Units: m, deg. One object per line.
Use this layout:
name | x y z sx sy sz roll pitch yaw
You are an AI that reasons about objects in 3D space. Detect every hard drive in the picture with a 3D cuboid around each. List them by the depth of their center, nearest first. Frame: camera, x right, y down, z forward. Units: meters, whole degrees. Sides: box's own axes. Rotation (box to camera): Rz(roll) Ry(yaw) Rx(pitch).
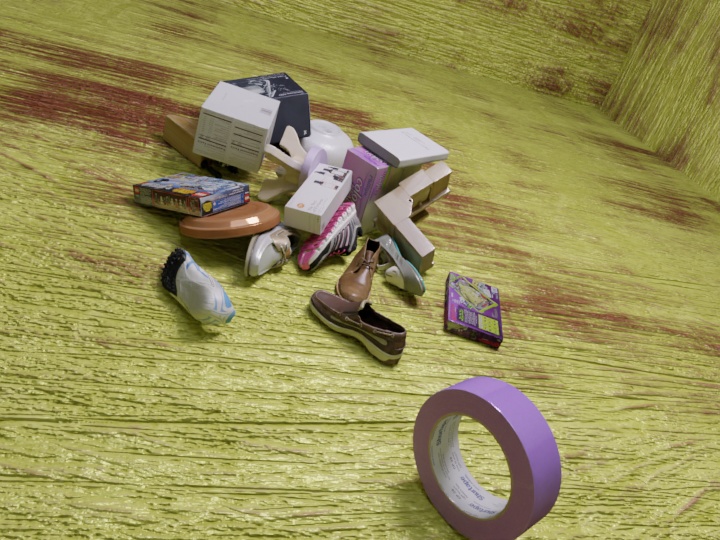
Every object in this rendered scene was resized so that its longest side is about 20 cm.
hard drive | 0.102 -0.289 1.458 0.131 0.027 0.198 39 35 26

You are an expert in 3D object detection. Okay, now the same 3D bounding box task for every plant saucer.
plant saucer | -0.256 -0.105 1.226 0.196 0.033 0.201 -2 20 1

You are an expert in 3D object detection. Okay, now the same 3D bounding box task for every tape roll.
tape roll | 0.161 0.247 0.824 0.065 0.203 0.200 -12 42 -41

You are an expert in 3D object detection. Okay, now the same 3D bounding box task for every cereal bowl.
cereal bowl | -0.107 -0.364 1.749 0.196 0.085 0.201 15 30 -9

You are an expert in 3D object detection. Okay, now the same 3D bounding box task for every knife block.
knife block | -0.378 -0.289 1.485 0.196 0.065 0.177 13 31 -13

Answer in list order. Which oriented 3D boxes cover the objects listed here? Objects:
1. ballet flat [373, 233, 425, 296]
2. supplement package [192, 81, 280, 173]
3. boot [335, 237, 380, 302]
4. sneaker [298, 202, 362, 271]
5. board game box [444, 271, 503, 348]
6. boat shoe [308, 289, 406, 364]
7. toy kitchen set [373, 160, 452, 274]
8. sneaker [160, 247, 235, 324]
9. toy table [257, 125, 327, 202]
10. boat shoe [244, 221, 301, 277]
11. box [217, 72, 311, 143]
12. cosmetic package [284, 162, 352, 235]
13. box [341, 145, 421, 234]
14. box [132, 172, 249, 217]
ballet flat | 0.072 -0.004 1.322 0.063 0.068 0.201 -19 41 -9
supplement package | -0.281 -0.334 1.444 0.153 0.112 0.201 17 31 -9
boot | 0.000 0.000 1.246 0.072 0.076 0.201 21 32 -1
sneaker | -0.053 -0.055 1.297 0.073 0.088 0.201 -10 32 41
board game box | 0.235 0.078 1.308 0.118 0.033 0.201 24 30 -3
boat shoe | -0.001 0.080 1.116 0.200 0.076 0.075 30 32 16
toy kitchen set | 0.155 -0.102 1.443 0.198 0.164 0.181 -32 65 -17
sneaker | -0.278 0.029 1.056 0.200 0.072 0.072 41 2 41
toy table | -0.150 -0.230 1.433 0.115 0.201 0.187 20 69 7
boat shoe | -0.168 -0.044 1.215 0.067 0.076 0.201 16 29 4
box | -0.256 -0.427 1.657 0.196 0.126 0.197 -15 38 -20
cosmetic package | -0.086 -0.155 1.312 0.081 0.051 0.201 13 38 11
box | 0.037 -0.197 1.478 0.096 0.178 0.199 34 34 24
box | -0.340 -0.156 1.261 0.197 0.041 0.136 14 24 31
